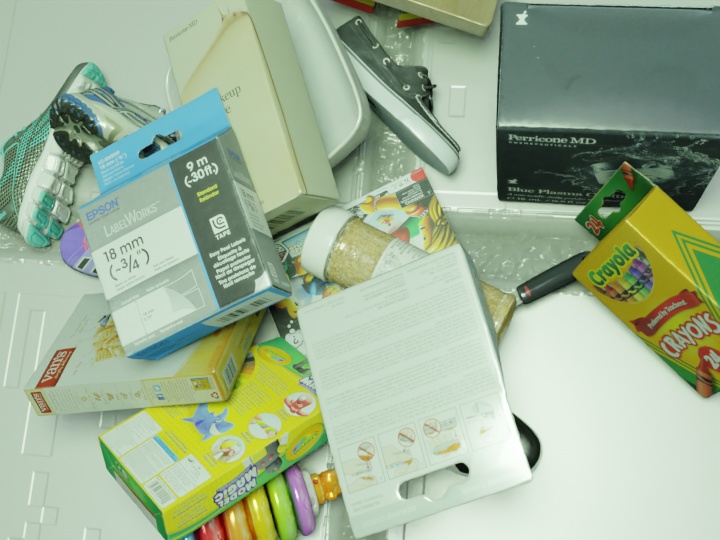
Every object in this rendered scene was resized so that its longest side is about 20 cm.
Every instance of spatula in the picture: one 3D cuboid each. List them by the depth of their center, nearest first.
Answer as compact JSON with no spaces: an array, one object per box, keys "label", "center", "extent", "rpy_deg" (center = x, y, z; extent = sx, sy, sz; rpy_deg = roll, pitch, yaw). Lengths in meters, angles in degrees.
[{"label":"spatula","center":[0.139,0.034,0.939],"extent":[0.197,0.021,0.057],"rpy_deg":[-28,72,0]}]

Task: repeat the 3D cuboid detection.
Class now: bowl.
[{"label":"bowl","center":[-0.086,-0.167,0.979],"extent":[0.198,0.074,0.203],"rpy_deg":[-33,74,24]}]

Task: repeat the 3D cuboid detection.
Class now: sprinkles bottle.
[{"label":"sprinkles bottle","center":[0.043,0.011,0.904],"extent":[0.197,0.068,0.069],"rpy_deg":[27,81,14]}]

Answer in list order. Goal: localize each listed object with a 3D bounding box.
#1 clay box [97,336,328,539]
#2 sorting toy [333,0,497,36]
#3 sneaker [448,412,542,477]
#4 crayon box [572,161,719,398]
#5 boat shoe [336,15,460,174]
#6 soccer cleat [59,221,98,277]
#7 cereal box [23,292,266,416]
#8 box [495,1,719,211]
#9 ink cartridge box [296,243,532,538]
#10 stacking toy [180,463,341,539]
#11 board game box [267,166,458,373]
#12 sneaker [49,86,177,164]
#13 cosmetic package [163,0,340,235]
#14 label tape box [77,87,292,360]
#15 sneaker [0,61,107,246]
[{"label":"clay box","center":[-0.116,0.142,0.873],"extent":[0.198,0.048,0.114],"rpy_deg":[-28,43,-30]},{"label":"sorting toy","center":[0.054,-0.336,1.001],"extent":[0.195,0.070,0.203],"rpy_deg":[18,67,0]},{"label":"sneaker","center":[0.069,0.132,0.886],"extent":[0.197,0.112,0.074],"rpy_deg":[22,81,13]},{"label":"crayon box","center":[0.269,0.012,0.863],"extent":[0.200,0.127,0.051],"rpy_deg":[44,69,9]},{"label":"boat shoe","center":[0.041,-0.183,0.996],"extent":[0.066,0.070,0.200],"rpy_deg":[-42,67,-2]},{"label":"soccer cleat","center":[-0.226,-0.026,0.979],"extent":[0.196,0.073,0.070],"rpy_deg":[6,81,22]},{"label":"cereal box","center":[-0.197,0.068,0.921],"extent":[0.196,0.040,0.145],"rpy_deg":[-7,34,17]},{"label":"box","center":[0.219,-0.141,0.886],"extent":[0.192,0.200,0.120],"rpy_deg":[4,76,10]},{"label":"ink cartridge box","center":[0.045,0.100,0.822],"extent":[0.157,0.047,0.204],"rpy_deg":[-21,71,14]},{"label":"stacking toy","center":[-0.079,0.212,0.903],"extent":[0.196,0.111,0.117],"rpy_deg":[-16,40,-12]},{"label":"board game box","center":[0.000,0.000,0.969],"extent":[0.197,0.035,0.128],"rpy_deg":[-26,74,2]},{"label":"sneaker","center":[-0.206,-0.126,0.968],"extent":[0.198,0.078,0.085],"rpy_deg":[34,42,12]},{"label":"cosmetic package","center":[-0.101,-0.140,0.905],"extent":[0.102,0.073,0.204],"rpy_deg":[-24,77,27]},{"label":"label tape box","center":[-0.161,-0.045,0.841],"extent":[0.142,0.063,0.203],"rpy_deg":[-25,77,11]},{"label":"sneaker","center":[-0.334,-0.132,1.033],"extent":[0.090,0.078,0.204],"rpy_deg":[17,77,17]}]
